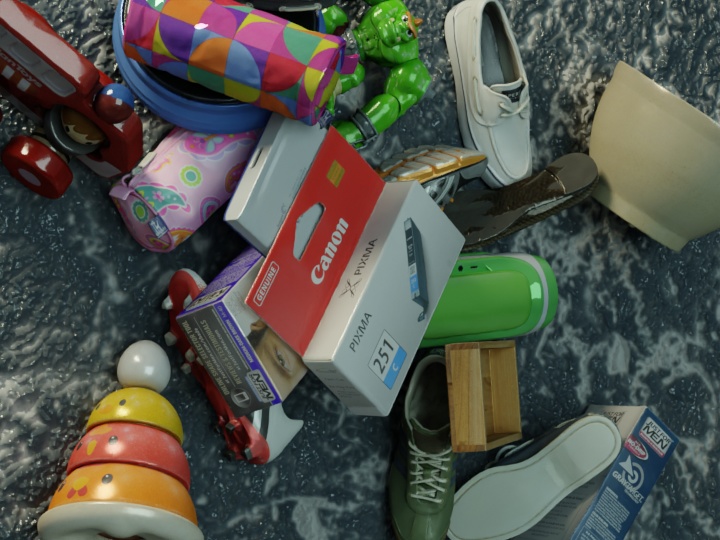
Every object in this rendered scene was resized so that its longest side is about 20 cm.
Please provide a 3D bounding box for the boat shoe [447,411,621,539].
[{"bbox_3d":[0.168,0.205,1.791,0.199,0.062,0.075,-38,90,3],"label":"boat shoe"}]

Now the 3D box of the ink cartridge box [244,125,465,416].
[{"bbox_3d":[0.000,0.000,1.616,0.176,0.044,0.201,46,57,-36],"label":"ink cartridge box"}]

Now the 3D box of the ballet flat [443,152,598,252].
[{"bbox_3d":[0.150,-0.062,1.812,0.198,0.047,0.068,-24,62,-10],"label":"ballet flat"}]

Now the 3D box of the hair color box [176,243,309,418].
[{"bbox_3d":[-0.076,0.033,1.644,0.110,0.064,0.200,59,37,-14],"label":"hair color box"}]

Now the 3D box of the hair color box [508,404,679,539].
[{"bbox_3d":[0.231,0.233,1.819,0.060,0.100,0.201,42,69,-22],"label":"hair color box"}]

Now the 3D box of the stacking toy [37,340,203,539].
[{"bbox_3d":[-0.205,0.156,1.599,0.145,0.146,0.202,17,59,-26],"label":"stacking toy"}]

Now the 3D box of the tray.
[{"bbox_3d":[0.119,0.119,1.732,0.037,0.200,0.100,-4,87,15],"label":"tray"}]

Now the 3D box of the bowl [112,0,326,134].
[{"bbox_3d":[-0.128,-0.221,1.648,0.198,0.039,0.203,2,65,-5],"label":"bowl"}]

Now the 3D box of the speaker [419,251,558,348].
[{"bbox_3d":[0.094,0.029,1.773,0.198,0.088,0.090,-5,88,-28],"label":"speaker"}]

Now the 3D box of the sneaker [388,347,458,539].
[{"bbox_3d":[0.062,0.171,1.731,0.066,0.090,0.203,7,78,5],"label":"sneaker"}]

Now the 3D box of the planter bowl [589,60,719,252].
[{"bbox_3d":[0.314,-0.106,1.858,0.199,0.200,0.135,30,99,-23],"label":"planter bowl"}]

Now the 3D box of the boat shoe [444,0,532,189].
[{"bbox_3d":[0.142,-0.179,1.826,0.071,0.066,0.202,-11,91,-29],"label":"boat shoe"}]

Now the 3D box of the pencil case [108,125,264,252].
[{"bbox_3d":[-0.143,-0.106,1.656,0.200,0.087,0.088,-46,106,-24],"label":"pencil case"}]

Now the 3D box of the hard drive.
[{"bbox_3d":[-0.031,-0.044,1.635,0.200,0.025,0.133,43,59,-37],"label":"hard drive"}]

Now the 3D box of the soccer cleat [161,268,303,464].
[{"bbox_3d":[-0.117,0.083,1.669,0.085,0.068,0.202,-32,104,-35],"label":"soccer cleat"}]

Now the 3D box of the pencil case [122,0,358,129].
[{"bbox_3d":[-0.107,-0.192,1.563,0.198,0.088,0.089,21,74,6],"label":"pencil case"}]

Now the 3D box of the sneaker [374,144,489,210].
[{"bbox_3d":[0.044,-0.066,1.767,0.199,0.078,0.078,-26,111,-24],"label":"sneaker"}]

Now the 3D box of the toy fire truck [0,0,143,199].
[{"bbox_3d":[-0.267,-0.154,1.547,0.200,0.167,0.113,41,69,-19],"label":"toy fire truck"}]

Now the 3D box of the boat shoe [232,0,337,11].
[{"bbox_3d":[-0.114,-0.264,1.610,0.061,0.198,0.076,73,33,-48],"label":"boat shoe"}]

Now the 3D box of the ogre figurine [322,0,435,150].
[{"bbox_3d":[-0.002,-0.223,1.742,0.119,0.098,0.202,-19,75,-12],"label":"ogre figurine"}]
